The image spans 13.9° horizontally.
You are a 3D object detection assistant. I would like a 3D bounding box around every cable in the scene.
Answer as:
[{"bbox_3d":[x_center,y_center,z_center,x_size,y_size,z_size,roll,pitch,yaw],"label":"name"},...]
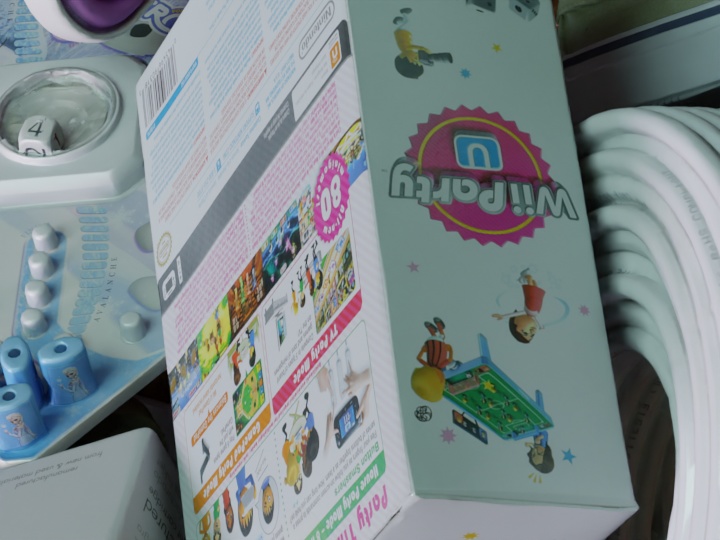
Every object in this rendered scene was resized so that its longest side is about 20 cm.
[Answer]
[{"bbox_3d":[0.084,0.057,0.739,0.200,0.069,0.200,-107,31,-48],"label":"cable"}]

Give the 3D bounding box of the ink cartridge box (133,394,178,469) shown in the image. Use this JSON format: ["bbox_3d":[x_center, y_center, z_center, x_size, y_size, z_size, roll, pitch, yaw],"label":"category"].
[{"bbox_3d":[-0.100,0.135,0.960,0.200,0.041,0.200,11,87,36],"label":"ink cartridge box"}]

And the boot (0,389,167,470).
[{"bbox_3d":[-0.159,0.047,0.960,0.175,0.066,0.200,-51,49,21],"label":"boot"}]

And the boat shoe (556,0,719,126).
[{"bbox_3d":[0.133,-0.086,0.830,0.200,0.072,0.062,-17,74,33],"label":"boat shoe"}]

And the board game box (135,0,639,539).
[{"bbox_3d":[0.000,0.000,0.783,0.148,0.064,0.201,129,140,-54],"label":"board game box"}]

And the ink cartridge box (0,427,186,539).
[{"bbox_3d":[-0.077,0.153,0.788,0.067,0.116,0.200,-16,31,20],"label":"ink cartridge box"}]

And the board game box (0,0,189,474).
[{"bbox_3d":[-0.097,-0.050,0.934,0.200,0.026,0.200,-39,52,-23],"label":"board game box"}]

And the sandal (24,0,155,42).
[{"bbox_3d":[-0.037,-0.155,0.938,0.050,0.082,0.203,19,74,36],"label":"sandal"}]
